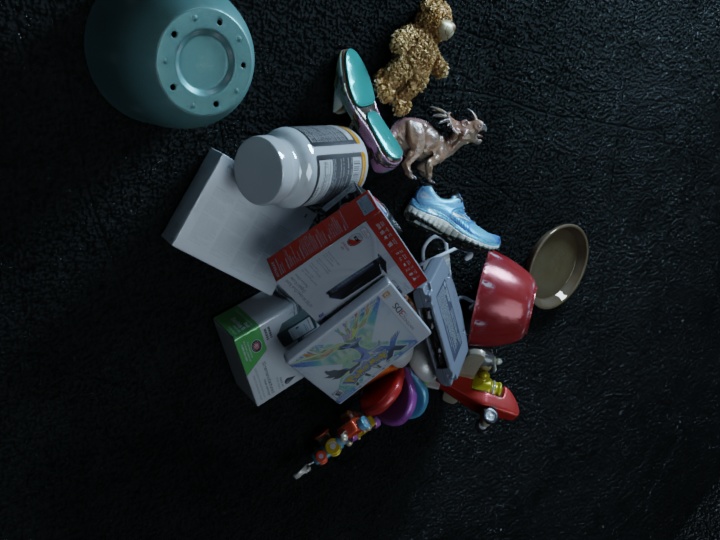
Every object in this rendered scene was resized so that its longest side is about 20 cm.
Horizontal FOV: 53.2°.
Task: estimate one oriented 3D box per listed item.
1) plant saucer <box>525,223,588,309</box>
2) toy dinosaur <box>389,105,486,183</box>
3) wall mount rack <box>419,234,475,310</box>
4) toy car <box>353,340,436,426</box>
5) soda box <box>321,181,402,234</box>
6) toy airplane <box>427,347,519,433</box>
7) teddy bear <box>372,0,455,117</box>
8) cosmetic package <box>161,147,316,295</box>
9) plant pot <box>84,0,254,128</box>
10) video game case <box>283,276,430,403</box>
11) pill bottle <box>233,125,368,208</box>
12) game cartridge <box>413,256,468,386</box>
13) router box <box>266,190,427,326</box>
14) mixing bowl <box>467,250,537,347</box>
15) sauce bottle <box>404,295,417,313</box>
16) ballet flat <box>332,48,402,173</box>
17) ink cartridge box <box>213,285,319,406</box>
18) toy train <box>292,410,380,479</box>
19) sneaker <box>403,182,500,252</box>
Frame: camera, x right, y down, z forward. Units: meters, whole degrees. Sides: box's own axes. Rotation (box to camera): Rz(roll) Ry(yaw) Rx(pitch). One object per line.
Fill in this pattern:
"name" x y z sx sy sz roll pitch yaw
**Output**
"plant saucer" 0.437 -0.010 1.614 0.198 0.029 0.203 -15 118 -31
"toy dinosaur" 0.107 -0.228 1.232 0.198 0.086 0.137 7 105 -34
"wall mount rack" 0.144 0.041 1.384 0.172 0.074 0.202 -24 122 -25
"toy car" 0.050 0.204 1.301 0.174 0.151 0.199 -35 134 27
"soda box" 0.007 -0.080 1.158 0.070 0.064 0.200 -37 168 9
"toy airplane" 0.213 0.217 1.460 0.142 0.199 0.200 -52 121 -27
"teddy bear" 0.095 -0.349 1.177 0.200 0.067 0.145 -48 133 -10
"cosmetic package" -0.181 -0.070 1.102 0.199 0.052 0.152 31 90 -41
"plant pot" -0.225 -0.272 0.906 0.199 0.160 0.203 -15 118 -31
"video game case" 0.001 0.117 1.144 0.199 0.022 0.182 -37 140 4
"pill bottle" -0.085 -0.154 1.060 0.199 0.115 0.118 -17 121 -53
"game cartridge" 0.147 0.087 1.289 0.133 0.041 0.202 -59 136 -58
"router box" -0.014 0.000 1.077 0.178 0.049 0.200 -34 141 5
"mixing bowl" 0.285 0.066 1.414 0.200 0.107 0.203 13 90 -76
"sauce bottle" 0.002 0.101 1.198 0.199 0.066 0.067 -26 124 -27
"ballet flat" -0.001 -0.245 1.134 0.069 0.071 0.202 -25 90 -48
"ink cartridge box" -0.125 0.104 1.200 0.199 0.084 0.147 -30 126 -24
"toy train" -0.045 0.301 1.313 0.200 0.056 0.150 -41 163 28
"sneaker" 0.181 -0.097 1.322 0.198 0.078 0.091 26 79 -19
